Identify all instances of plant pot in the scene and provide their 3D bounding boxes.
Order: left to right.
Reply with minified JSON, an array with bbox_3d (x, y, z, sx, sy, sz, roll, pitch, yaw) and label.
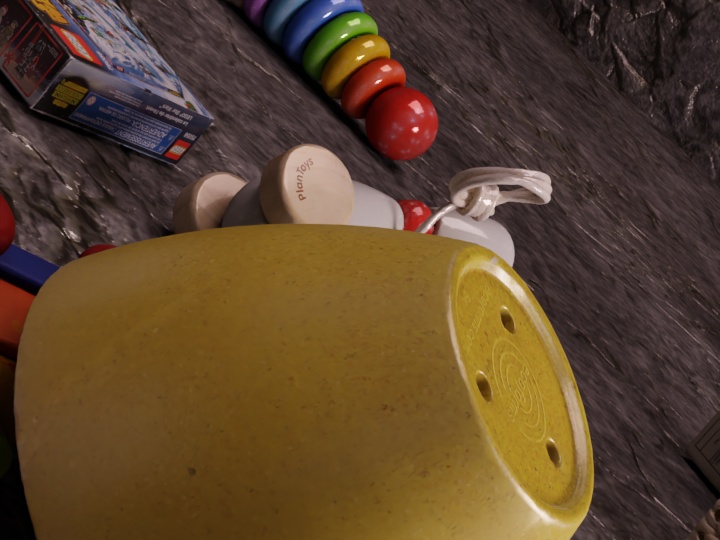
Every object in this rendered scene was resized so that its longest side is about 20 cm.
[{"bbox_3d":[-0.004,0.063,0.863,0.200,0.142,0.201,46,31,-39],"label":"plant pot"}]

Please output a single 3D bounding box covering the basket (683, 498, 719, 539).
[{"bbox_3d":[0.326,0.198,1.466,0.200,0.161,0.198,32,16,-35],"label":"basket"}]

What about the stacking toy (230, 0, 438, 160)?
[{"bbox_3d":[-0.015,-0.161,1.852,0.200,0.085,0.085,54,17,20],"label":"stacking toy"}]

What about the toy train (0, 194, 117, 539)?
[{"bbox_3d":[-0.154,0.029,0.871,0.200,0.085,0.116,29,32,-42],"label":"toy train"}]

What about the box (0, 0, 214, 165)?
[{"bbox_3d":[-0.184,-0.150,1.405,0.200,0.040,0.137,49,15,30],"label":"box"}]

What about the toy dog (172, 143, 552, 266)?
[{"bbox_3d":[0.000,0.000,1.313,0.199,0.097,0.132,6,-16,-17],"label":"toy dog"}]

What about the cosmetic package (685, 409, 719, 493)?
[{"bbox_3d":[0.327,0.164,1.700,0.087,0.103,0.200,28,20,-47],"label":"cosmetic package"}]
